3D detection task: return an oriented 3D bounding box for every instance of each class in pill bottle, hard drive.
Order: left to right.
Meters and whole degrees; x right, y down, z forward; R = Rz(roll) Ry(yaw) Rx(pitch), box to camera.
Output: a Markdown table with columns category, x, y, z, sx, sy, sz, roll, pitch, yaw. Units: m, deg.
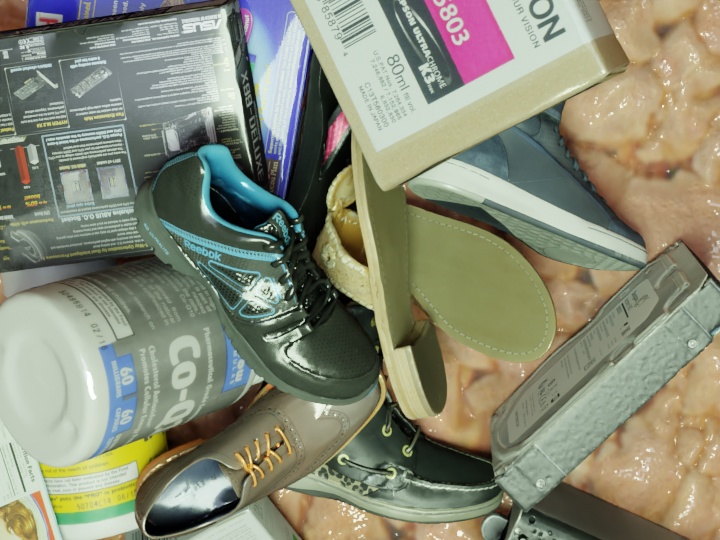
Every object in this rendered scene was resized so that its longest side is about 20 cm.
| category | x | y | z | sx | sy | sz | roll | pitch | yaw |
| --- | --- | --- | --- | --- | --- | --- | --- | --- | --- |
| pill bottle | -0.205 | 0.084 | 1.065 | 0.111 | 0.113 | 0.203 | -7 | 101 | 5 |
| pill bottle | -0.138 | 0.049 | 0.970 | 0.113 | 0.199 | 0.115 | 13 | 110 | 39 |
| hard drive | 0.172 | 0.069 | 1.022 | 0.038 | 0.140 | 0.200 | 45 | 102 | -6 |

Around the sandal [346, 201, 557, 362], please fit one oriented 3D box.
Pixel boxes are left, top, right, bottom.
| category | x | y | z | sx | sy | sz | roll | pitch | yaw |
| --- | --- | --- | --- | --- | --- | --- | --- | --- | --- |
| sandal | 0.059 | -0.003 | 1.057 | 0.210 | 0.070 | 0.078 | 29 | 95 | 21 |

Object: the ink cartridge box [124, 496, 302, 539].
| category | x | y | z | sx | sy | sz | roll | pitch | yaw |
| --- | --- | --- | --- | --- | --- | --- | --- | --- | --- |
| ink cartridge box | -0.082 | 0.252 | 1.114 | 0.108 | 0.051 | 0.201 | -28 | 124 | 9 |

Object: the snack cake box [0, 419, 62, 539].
| category | x | y | z | sx | sy | sz | roll | pitch | yaw |
| --- | --- | --- | --- | --- | --- | --- | --- | --- | --- |
| snack cake box | -0.273 | 0.190 | 1.006 | 0.067 | 0.114 | 0.202 | -14 | 94 | 46 |

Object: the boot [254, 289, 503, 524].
| category | x | y | z | sx | sy | sz | roll | pitch | yaw |
| --- | --- | --- | --- | --- | --- | --- | --- | --- | --- |
| boot | 0.016 | 0.094 | 1.064 | 0.201 | 0.074 | 0.156 | 11 | 111 | 5 |

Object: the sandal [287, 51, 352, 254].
| category | x | y | z | sx | sy | sz | roll | pitch | yaw |
| --- | --- | --- | --- | --- | --- | --- | --- | --- | --- |
| sandal | -0.008 | -0.094 | 1.019 | 0.045 | 0.075 | 0.202 | 13 | 92 | 33 |

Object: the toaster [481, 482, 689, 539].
| category | x | y | z | sx | sy | sz | roll | pitch | yaw |
| --- | --- | --- | --- | --- | --- | --- | --- | --- | --- |
| toaster | 0.165 | 0.269 | 1.076 | 0.198 | 0.119 | 0.182 | 23 | 103 | -1 |

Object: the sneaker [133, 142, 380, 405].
| category | x | y | z | sx | sy | sz | roll | pitch | yaw |
| --- | --- | --- | --- | --- | --- | --- | --- | --- | --- |
| sneaker | -0.057 | 0.006 | 0.923 | 0.200 | 0.073 | 0.082 | 44 | 138 | -9 |

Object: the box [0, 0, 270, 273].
| category | x | y | z | sx | sy | sz | roll | pitch | yaw |
| --- | --- | --- | --- | --- | --- | --- | --- | --- | --- |
| box | -0.167 | -0.090 | 0.980 | 0.197 | 0.050 | 0.160 | -8 | 106 | 7 |

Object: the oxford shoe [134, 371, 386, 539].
| category | x | y | z | sx | sy | sz | roll | pitch | yaw |
| --- | --- | --- | --- | --- | --- | --- | --- | --- | --- |
| oxford shoe | -0.066 | 0.129 | 1.004 | 0.199 | 0.073 | 0.072 | -34 | 100 | 2 |

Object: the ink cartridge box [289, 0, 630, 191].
| category | x | y | z | sx | sy | sz | roll | pitch | yaw |
| --- | --- | --- | --- | --- | --- | --- | --- | --- | --- |
| ink cartridge box | 0.047 | -0.175 | 0.897 | 0.164 | 0.075 | 0.202 | -26 | 91 | 23 |

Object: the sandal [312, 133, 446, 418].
| category | x | y | z | sx | sy | sz | roll | pitch | yaw |
| --- | --- | --- | --- | --- | --- | --- | --- | --- | --- |
| sandal | -0.002 | 0.001 | 0.989 | 0.069 | 0.078 | 0.214 | -11 | 99 | 23 |

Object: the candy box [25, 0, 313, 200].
| category | x | y | z | sx | sy | sz | roll | pitch | yaw |
| --- | --- | --- | --- | --- | --- | --- | --- | --- | --- |
| candy box | -0.136 | -0.138 | 1.031 | 0.198 | 0.077 | 0.171 | 11 | 104 | 0 |

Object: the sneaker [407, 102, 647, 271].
| category | x | y | z | sx | sy | sz | roll | pitch | yaw |
| --- | --- | --- | --- | --- | --- | --- | --- | --- | --- |
| sneaker | 0.139 | -0.090 | 1.022 | 0.201 | 0.077 | 0.148 | 24 | 76 | -29 |
